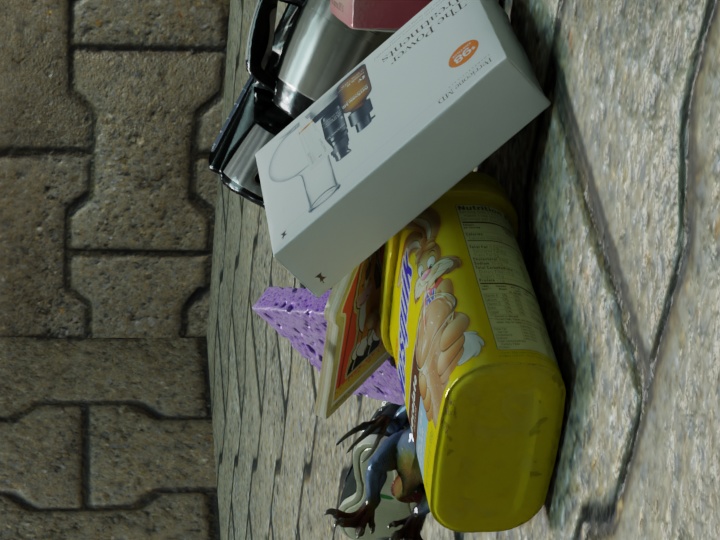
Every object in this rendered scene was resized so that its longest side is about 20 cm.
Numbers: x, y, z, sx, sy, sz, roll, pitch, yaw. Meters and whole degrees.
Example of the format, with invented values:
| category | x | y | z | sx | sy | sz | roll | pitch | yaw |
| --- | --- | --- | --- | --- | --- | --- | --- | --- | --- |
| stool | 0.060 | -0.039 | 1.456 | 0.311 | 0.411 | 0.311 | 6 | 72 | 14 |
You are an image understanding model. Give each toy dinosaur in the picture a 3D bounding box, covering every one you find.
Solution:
| category | x | y | z | sx | sy | sz | roll | pitch | yaw |
| --- | --- | --- | --- | --- | --- | --- | --- | --- | --- |
| toy dinosaur | 0.038 | 0.120 | 1.543 | 0.200 | 0.105 | 0.182 | -81 | 12 | -74 |

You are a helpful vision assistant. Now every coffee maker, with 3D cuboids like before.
| category | x | y | z | sx | sy | sz | roll | pitch | yaw |
| --- | --- | --- | --- | --- | --- | --- | --- | --- | --- |
| coffee maker | -0.030 | -0.148 | 1.719 | 0.201 | 0.134 | 0.192 | -62 | -13 | 11 |

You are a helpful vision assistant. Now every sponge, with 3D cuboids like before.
| category | x | y | z | sx | sy | sz | roll | pitch | yaw |
| --- | --- | --- | --- | --- | --- | --- | --- | --- | --- |
| sponge | -0.008 | 0.061 | 1.644 | 0.030 | 0.112 | 0.200 | -49 | 18 | -15 |

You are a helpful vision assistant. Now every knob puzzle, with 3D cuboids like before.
| category | x | y | z | sx | sy | sz | roll | pitch | yaw |
| --- | --- | --- | --- | --- | --- | --- | --- | --- | --- |
| knob puzzle | 0.036 | -0.011 | 1.452 | 0.220 | 0.030 | 0.220 | -51 | -25 | -34 |

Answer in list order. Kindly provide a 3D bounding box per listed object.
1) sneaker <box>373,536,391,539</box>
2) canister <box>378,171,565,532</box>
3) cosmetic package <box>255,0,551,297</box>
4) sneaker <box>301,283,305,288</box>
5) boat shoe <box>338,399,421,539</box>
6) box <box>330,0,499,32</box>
| category | x | y | z | sx | sy | sz | roll | pitch | yaw |
| --- | --- | --- | --- | --- | --- | --- | --- | --- | --- |
| sneaker | 0.039 | 0.312 | 1.616 | 0.079 | 0.075 | 0.201 | 160 | 105 | -67 |
| canister | 0.070 | 0.051 | 1.313 | 0.200 | 0.086 | 0.149 | -103 | 16 | -52 |
| cosmetic package | 0.023 | -0.092 | 1.347 | 0.200 | 0.052 | 0.151 | -40 | 29 | 13 |
| sneaker | 0.000 | 0.000 | 1.637 | 0.067 | 0.090 | 0.200 | -62 | 10 | -20 |
| boat shoe | 0.024 | 0.175 | 1.721 | 0.200 | 0.071 | 0.068 | 100 | -174 | -55 |
| box | 0.040 | -0.275 | 1.449 | 0.128 | 0.108 | 0.201 | -122 | 33 | -75 |
